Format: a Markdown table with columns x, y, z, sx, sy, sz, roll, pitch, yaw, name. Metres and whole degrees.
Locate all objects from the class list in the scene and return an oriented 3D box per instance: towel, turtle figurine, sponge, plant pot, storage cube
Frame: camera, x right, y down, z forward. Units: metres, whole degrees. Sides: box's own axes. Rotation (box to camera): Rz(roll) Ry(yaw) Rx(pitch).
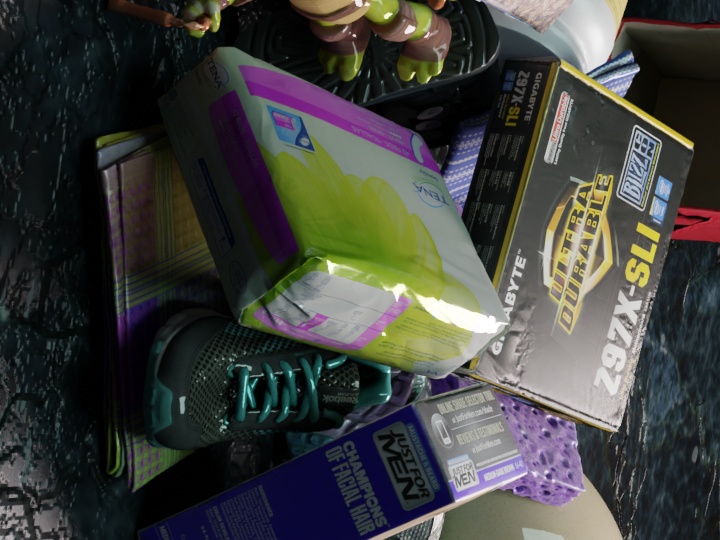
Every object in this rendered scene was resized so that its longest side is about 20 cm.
| x | y | z | sx | sy | sz | roll | pitch | yaw | name |
| --- | --- | --- | --- | --- | --- | --- | --- | --- | --- |
| 0.107 | -0.077 | 1.304 | 0.144 | 0.024 | 0.200 | -23 | 160 | -20 | towel |
| -0.106 | 0.010 | 1.067 | 0.144 | 0.023 | 0.201 | -31 | 124 | -59 | towel |
| -0.023 | -0.151 | 1.015 | 0.161 | 0.199 | 0.065 | 31 | 53 | -65 | turtle figurine |
| 0.091 | 0.053 | 1.243 | 0.111 | 0.030 | 0.201 | 23 | 46 | -34 | sponge |
| 0.069 | 0.170 | 1.282 | 0.200 | 0.200 | 0.135 | -55 | 133 | -43 | plant pot |
| 0.326 | -0.122 | 1.744 | 0.180 | 0.170 | 0.201 | 24 | 74 | -64 | storage cube |

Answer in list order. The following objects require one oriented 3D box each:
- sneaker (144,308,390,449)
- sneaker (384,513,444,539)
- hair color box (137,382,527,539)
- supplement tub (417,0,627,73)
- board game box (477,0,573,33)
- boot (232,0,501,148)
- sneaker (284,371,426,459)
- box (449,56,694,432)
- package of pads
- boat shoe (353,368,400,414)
| x | y | z | sx | sy | sz | roll | pitch | yaw | name |
| --- | --- | --- | --- | --- | --- | --- | --- | --- | --- |
| -0.047 | 0.060 | 1.054 | 0.200 | 0.091 | 0.078 | -15 | 109 | -62 | sneaker |
| -0.007 | 0.211 | 1.161 | 0.200 | 0.078 | 0.085 | -58 | -167 | -1 | sneaker |
| -0.016 | 0.134 | 1.078 | 0.109 | 0.200 | 0.065 | -7 | 70 | -63 | hair color box |
| 0.125 | -0.219 | 1.341 | 0.201 | 0.145 | 0.146 | -69 | 150 | -26 | supplement tub |
| 0.050 | -0.255 | 1.106 | 0.097 | 0.200 | 0.159 | -47 | 159 | 16 | board game box |
| 0.010 | -0.120 | 1.196 | 0.200 | 0.164 | 0.066 | 45 | 42 | -85 | boot |
| 0.015 | 0.075 | 1.275 | 0.200 | 0.077 | 0.091 | -55 | 153 | -35 | sneaker |
| 0.128 | -0.013 | 1.176 | 0.159 | 0.049 | 0.201 | 25 | 79 | -46 | box |
| -0.010 | -0.026 | 1.049 | 0.200 | 0.068 | 0.155 | 18 | 42 | -50 | package of pads |
| 0.000 | 0.000 | 1.221 | 0.071 | 0.091 | 0.201 | 27 | 32 | -22 | boat shoe |
